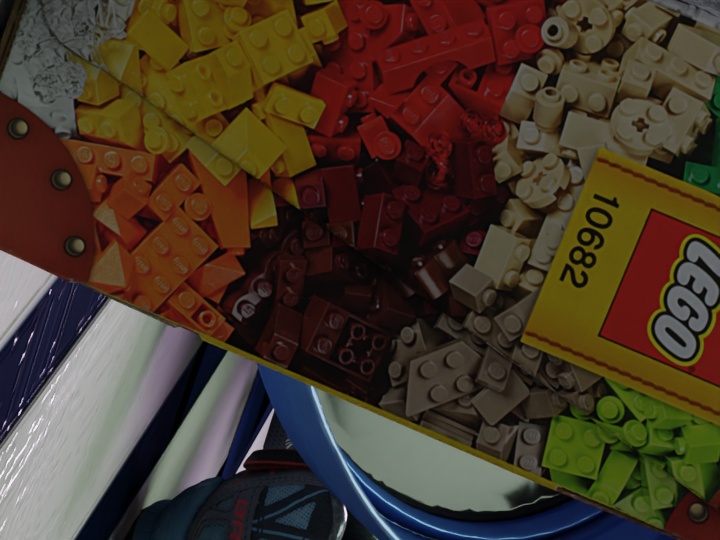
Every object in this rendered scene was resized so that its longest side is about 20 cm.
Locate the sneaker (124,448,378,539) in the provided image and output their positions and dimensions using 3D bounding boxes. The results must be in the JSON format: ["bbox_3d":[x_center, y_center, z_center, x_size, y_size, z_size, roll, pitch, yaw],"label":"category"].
[{"bbox_3d":[0.016,0.141,0.843,0.095,0.200,0.079,-29,-167,28],"label":"sneaker"}]

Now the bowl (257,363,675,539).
[{"bbox_3d":[0.053,-0.009,0.812,0.039,0.200,0.201,12,-103,54],"label":"bowl"}]

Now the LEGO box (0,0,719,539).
[{"bbox_3d":[0.032,-0.034,0.517,0.200,0.149,0.077,-55,167,-74],"label":"LEGO box"}]

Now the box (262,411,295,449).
[{"bbox_3d":[0.028,-0.033,1.163,0.200,0.051,0.158,-64,175,-48],"label":"box"}]
